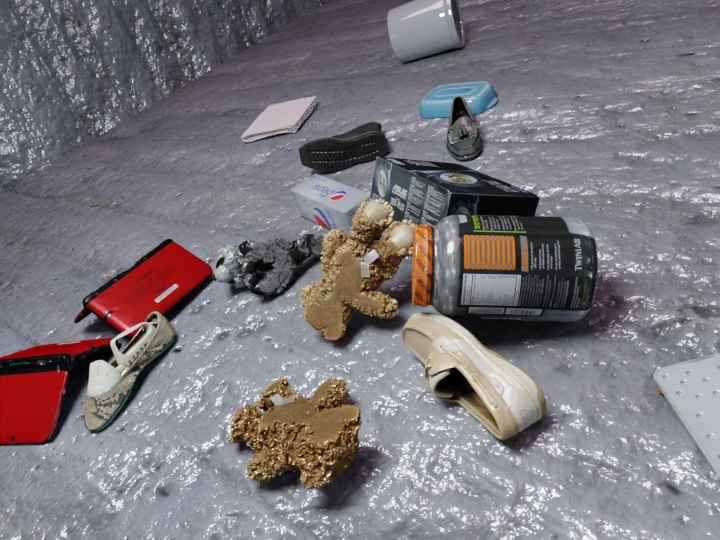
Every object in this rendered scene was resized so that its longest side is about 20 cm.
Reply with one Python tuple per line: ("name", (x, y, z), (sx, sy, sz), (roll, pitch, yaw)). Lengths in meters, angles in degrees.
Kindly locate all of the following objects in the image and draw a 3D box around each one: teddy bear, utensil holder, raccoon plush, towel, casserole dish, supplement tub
("teddy bear", (0.000, 0.000, 0.734), (0.144, 0.202, 0.067), (22, 10, 15))
("utensil holder", (0.200, -0.740, 1.609), (0.198, 0.171, 0.171), (-7, 37, 23))
("raccoon plush", (-0.158, -0.014, 0.929), (0.198, 0.098, 0.133), (-7, 9, -33))
("teddy bear", (-0.073, 0.183, 0.608), (0.198, 0.067, 0.145), (-7, 27, 32))
("towel", (-0.237, -0.452, 1.582), (0.189, 0.032, 0.201), (-3, 39, 25))
("casserole dish", (0.227, -0.407, 1.255), (0.199, 0.039, 0.121), (11, 47, 38))
("supplement tub", (0.161, -0.003, 0.626), (0.198, 0.124, 0.123), (2, 37, 4))

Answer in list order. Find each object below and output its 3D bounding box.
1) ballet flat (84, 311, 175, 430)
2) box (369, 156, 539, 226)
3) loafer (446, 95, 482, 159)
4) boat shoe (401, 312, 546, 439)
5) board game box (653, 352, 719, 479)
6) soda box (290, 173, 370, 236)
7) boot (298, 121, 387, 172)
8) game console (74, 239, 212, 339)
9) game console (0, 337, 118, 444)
("ballet flat", (-0.362, 0.140, 0.806), (0.067, 0.076, 0.201), (0, 40, 28))
("box", (0.130, -0.101, 0.789), (0.162, 0.087, 0.200), (-2, 24, -28))
("loafer", (0.206, -0.296, 1.093), (0.071, 0.063, 0.201), (-12, 35, 14))
("boat shoe", (0.104, 0.111, 0.585), (0.069, 0.074, 0.199), (-31, 35, -23))
("board game box", (0.387, 0.138, 0.433), (0.198, 0.026, 0.201), (-16, 35, 8))
("soda box", (-0.051, -0.122, 0.999), (0.068, 0.064, 0.199), (-35, 37, -21))
("boot", (-0.038, -0.292, 1.227), (0.198, 0.078, 0.139), (-4, 32, 2))
("game console", (-0.400, 0.047, 0.982), (0.171, 0.119, 0.200), (31, 49, 13))
("game console", (-0.521, 0.193, 0.874), (0.198, 0.120, 0.172), (-7, 6, 20))
